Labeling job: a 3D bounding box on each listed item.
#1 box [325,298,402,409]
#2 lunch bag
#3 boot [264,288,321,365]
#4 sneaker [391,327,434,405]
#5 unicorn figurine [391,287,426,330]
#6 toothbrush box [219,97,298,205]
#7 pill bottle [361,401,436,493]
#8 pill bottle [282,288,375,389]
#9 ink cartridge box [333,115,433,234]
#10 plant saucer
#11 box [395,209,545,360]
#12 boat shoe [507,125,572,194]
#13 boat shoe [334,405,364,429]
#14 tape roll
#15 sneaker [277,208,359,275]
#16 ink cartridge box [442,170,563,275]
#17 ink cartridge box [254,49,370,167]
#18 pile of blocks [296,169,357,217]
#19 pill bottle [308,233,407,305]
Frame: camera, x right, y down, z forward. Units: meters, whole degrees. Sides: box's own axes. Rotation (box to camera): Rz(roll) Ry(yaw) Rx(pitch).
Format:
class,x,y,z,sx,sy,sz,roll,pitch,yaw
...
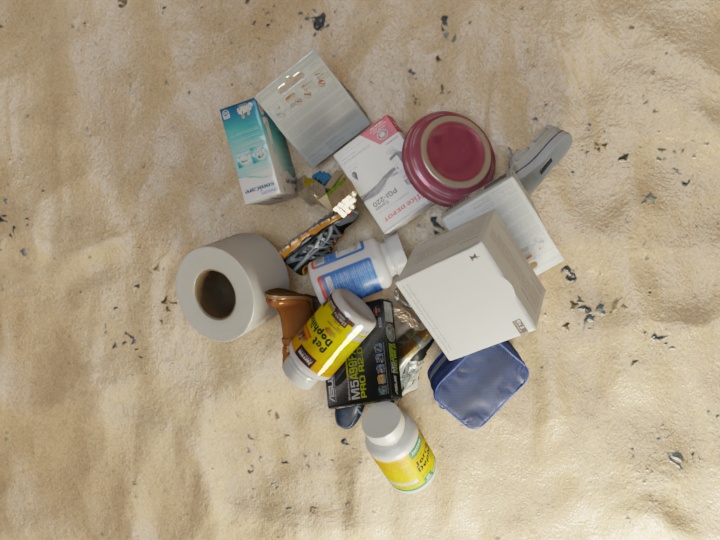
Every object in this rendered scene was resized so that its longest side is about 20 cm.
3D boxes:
class,x,y,z,sx,sy,sz,roll,pitch,yaw
box,-0.001,0.173,1.503,0.159,0.044,0.203,-14,73,31
lunch bag,0.229,0.211,1.486,0.136,0.132,0.200,42,101,-11
boot,-0.143,0.123,1.522,0.073,0.199,0.157,14,88,33
sneaker,0.099,0.205,1.551,0.088,0.076,0.200,40,91,-24
unicorn figurine,0.161,0.042,1.521,0.137,0.074,0.200,40,102,-2
toothbrush box,-0.207,-0.244,1.540,0.084,0.146,0.202,-16,91,13
pill bottle,0.076,0.355,1.484,0.112,0.114,0.201,-18,131,12
pill bottle,-0.068,0.140,1.461,0.109,0.109,0.200,42,106,6
ink cartridge box,0.059,-0.195,1.519,0.145,0.085,0.201,-35,88,12
plant saucer,0.182,-0.228,1.461,0.198,0.051,0.203,3,76,-14
box,0.209,0.030,1.373,0.199,0.131,0.200,-25,108,34
boat shoe,0.324,-0.215,1.464,0.202,0.075,0.086,-48,54,-1
boat shoe,-0.023,0.243,1.569,0.083,0.069,0.203,10,95,11
tape roll,-0.268,0.033,1.546,0.200,0.139,0.205,8,108,26
sneaker,-0.080,-0.066,1.566,0.199,0.078,0.078,-34,98,16
ink cartridge box,0.276,-0.069,1.423,0.159,0.047,0.201,-30,108,21
ink cartridge box,-0.098,-0.334,1.509,0.159,0.047,0.200,-34,122,12
pile of blocks,-0.058,-0.161,1.530,0.082,0.062,0.199,-54,39,-7
pill bottle,0.000,0.000,1.523,0.198,0.112,0.113,-21,89,4
